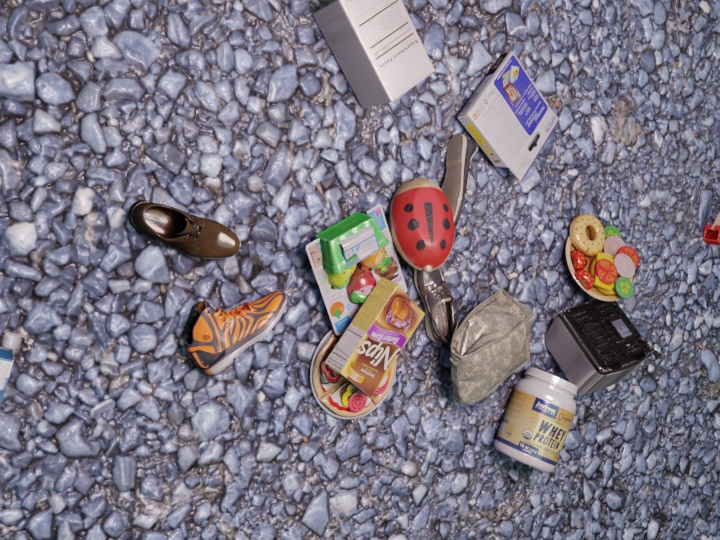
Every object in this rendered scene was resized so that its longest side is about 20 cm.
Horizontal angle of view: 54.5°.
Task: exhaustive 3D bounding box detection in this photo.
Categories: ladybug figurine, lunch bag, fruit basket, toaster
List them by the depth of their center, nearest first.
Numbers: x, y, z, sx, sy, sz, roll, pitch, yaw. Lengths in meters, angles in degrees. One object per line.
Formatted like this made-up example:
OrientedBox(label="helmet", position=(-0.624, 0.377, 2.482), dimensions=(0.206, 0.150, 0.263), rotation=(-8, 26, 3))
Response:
OrientedBox(label="fruit basket", position=(0.000, 0.000, 1.352), dimensions=(0.184, 0.093, 0.203), rotation=(-29, 112, -23))
OrientedBox(label="ladybug figurine", position=(0.127, -0.096, 1.385), dimensions=(0.133, 0.072, 0.204), rotation=(-4, 73, -13))
OrientedBox(label="lunch bag", position=(0.259, 0.167, 1.471), dimensions=(0.199, 0.117, 0.166), rotation=(-34, 139, -22))
OrientedBox(label="toaster", position=(0.555, 0.176, 1.623), dimensions=(0.178, 0.119, 0.202), rotation=(-15, 59, -26))

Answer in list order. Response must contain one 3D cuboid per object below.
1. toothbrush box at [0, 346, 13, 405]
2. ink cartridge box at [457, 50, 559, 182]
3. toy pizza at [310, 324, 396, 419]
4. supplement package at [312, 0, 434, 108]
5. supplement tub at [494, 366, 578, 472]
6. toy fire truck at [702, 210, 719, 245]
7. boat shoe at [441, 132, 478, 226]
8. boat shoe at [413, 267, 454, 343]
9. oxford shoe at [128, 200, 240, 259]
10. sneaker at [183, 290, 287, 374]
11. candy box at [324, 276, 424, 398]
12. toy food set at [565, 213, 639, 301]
OrientedBox(label="toothbrush box", position=(-0.634, 0.173, 1.029), dimensions=(0.197, 0.085, 0.149), rotation=(18, 87, -28))
OrientedBox(label="ink cartridge box", position=(0.323, -0.328, 1.509), dimensions=(0.200, 0.047, 0.199), rotation=(47, 65, -26))
OrientedBox(label="toy pizza", position=(-0.008, 0.201, 1.404), dimensions=(0.197, 0.032, 0.204), rotation=(-3, 97, -28))
OrientedBox(label="supplement package", position=(0.025, -0.424, 1.300), dimensions=(0.119, 0.121, 0.202), rotation=(-38, 112, -20))
OrientedBox(label="supplement tub", position=(0.399, 0.334, 1.577), dimensions=(0.143, 0.144, 0.203), rotation=(25, 84, -28))
OrientedBox(label="toy fire truck", position=(1.023, -0.152, 1.918), dimensions=(0.139, 0.049, 0.203), rotation=(22, 85, -28))
OrientedBox(label="boat shoe", position=(0.210, -0.181, 1.458), dimensions=(0.062, 0.072, 0.204), rotation=(11, 85, -32))
OrientedBox(label="boat shoe", position=(0.162, 0.057, 1.461), dimensions=(0.071, 0.065, 0.204), rotation=(-15, 103, -26))
OrientedBox(label="oxford shoe", position=(-0.290, -0.062, 1.191), dimensions=(0.197, 0.084, 0.074), rotation=(16, 86, -31))
OrientedBox(label="sneaker", position=(-0.227, 0.082, 1.245), dimensions=(0.200, 0.077, 0.113), rotation=(-43, 114, -18))
OrientedBox(label="candy box", position=(0.031, 0.131, 1.352), dimensions=(0.201, 0.056, 0.117), rotation=(-55, 133, -10))
OrientedBox(label="toy food set", position=(0.569, -0.025, 1.645), dimensions=(0.195, 0.049, 0.203), rotation=(21, 62, -14))
